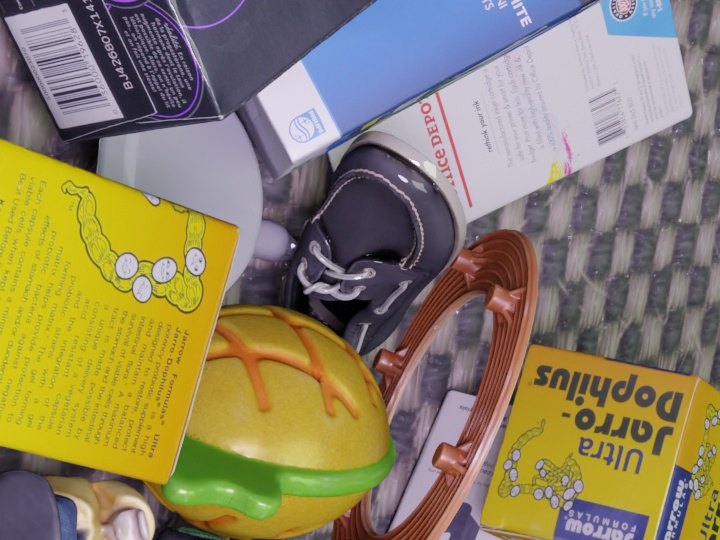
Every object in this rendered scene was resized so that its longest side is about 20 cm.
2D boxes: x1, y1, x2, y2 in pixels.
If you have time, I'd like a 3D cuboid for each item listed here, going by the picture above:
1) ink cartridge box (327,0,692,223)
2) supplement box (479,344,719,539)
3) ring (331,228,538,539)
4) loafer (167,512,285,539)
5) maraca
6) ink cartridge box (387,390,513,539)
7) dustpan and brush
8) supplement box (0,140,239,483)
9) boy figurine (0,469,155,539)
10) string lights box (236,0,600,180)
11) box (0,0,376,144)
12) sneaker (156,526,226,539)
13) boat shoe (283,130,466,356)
[{"bbox_3d":[0.068,-0.100,1.202,0.199,0.068,0.116,-25,130,-7],"label":"ink cartridge box"},{"bbox_3d":[0.170,0.127,1.297,0.200,0.108,0.110,31,72,-55],"label":"supplement box"},{"bbox_3d":[0.030,0.068,1.118,0.019,0.200,0.201,24,78,-14],"label":"ring"},{"bbox_3d":[-0.064,0.138,1.141,0.200,0.063,0.072,-56,141,-28],"label":"loafer"},{"bbox_3d":[-0.059,0.074,1.051,0.200,0.136,0.108,-17,124,-66],"label":"maraca"},{"bbox_3d":[0.074,0.196,1.350,0.145,0.084,0.201,47,62,-51],"label":"ink cartridge box"},{"bbox_3d":[-0.077,-0.028,1.083,0.200,0.057,0.141,16,76,-51],"label":"dustpan and brush"},{"bbox_3d":[-0.161,0.003,0.870,0.200,0.108,0.110,21,85,-49],"label":"supplement box"},{"bbox_3d":[-0.148,0.120,0.973,0.200,0.124,0.065,70,11,-80],"label":"boy figurine"},{"bbox_3d":[0.036,-0.119,1.072,0.199,0.103,0.059,-29,92,-7],"label":"string lights box"},{"bbox_3d":[-0.059,-0.157,0.979,0.200,0.106,0.123,-42,116,-40],"label":"box"},{"bbox_3d":[-0.045,0.186,1.069,0.200,0.074,0.088,41,69,-55],"label":"sneaker"},{"bbox_3d":[0.000,0.000,1.122,0.063,0.072,0.200,-52,174,-25],"label":"boat shoe"}]
